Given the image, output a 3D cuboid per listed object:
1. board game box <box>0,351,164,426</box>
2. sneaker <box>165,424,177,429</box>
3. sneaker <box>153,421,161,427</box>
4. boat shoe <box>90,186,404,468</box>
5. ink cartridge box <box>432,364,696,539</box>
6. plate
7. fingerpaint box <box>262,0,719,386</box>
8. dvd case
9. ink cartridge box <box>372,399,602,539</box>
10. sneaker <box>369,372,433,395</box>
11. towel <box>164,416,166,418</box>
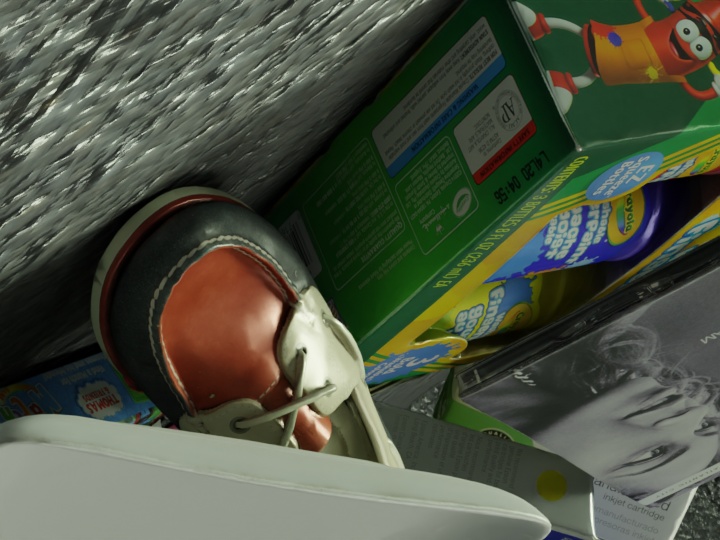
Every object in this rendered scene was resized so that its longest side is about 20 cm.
[{"bbox_3d":[-0.167,0.095,0.740,0.151,0.037,0.200,-39,173,20],"label":"board game box"},{"bbox_3d":[-0.080,0.118,0.799,0.199,0.088,0.074,-28,171,-37],"label":"sneaker"},{"bbox_3d":[-0.109,0.112,0.967,0.074,0.087,0.200,-34,173,-4],"label":"sneaker"},{"bbox_3d":[-0.029,0.044,0.678,0.071,0.063,0.200,-40,146,-10],"label":"boat shoe"},{"bbox_3d":[0.136,0.032,1.081,0.084,0.145,0.201,-69,179,-67],"label":"ink cartridge box"},{"bbox_3d":[-0.070,0.103,0.666,0.199,0.032,0.200,13,142,-31],"label":"plate"},{"bbox_3d":[0.072,-0.032,0.752,0.166,0.074,0.200,-10,159,-38],"label":"fingerpaint box"},{"bbox_3d":[0.148,0.045,0.855,0.148,0.016,0.200,-29,149,20],"label":"dvd case"},{"bbox_3d":[0.049,0.117,1.014,0.198,0.199,0.047,115,-10,-73],"label":"ink cartridge box"},{"bbox_3d":[0.024,0.025,1.119,0.200,0.074,0.088,-33,175,-34],"label":"sneaker"},{"bbox_3d":[0.000,0.000,0.938,0.200,0.048,0.171,-34,176,-24],"label":"towel"}]
